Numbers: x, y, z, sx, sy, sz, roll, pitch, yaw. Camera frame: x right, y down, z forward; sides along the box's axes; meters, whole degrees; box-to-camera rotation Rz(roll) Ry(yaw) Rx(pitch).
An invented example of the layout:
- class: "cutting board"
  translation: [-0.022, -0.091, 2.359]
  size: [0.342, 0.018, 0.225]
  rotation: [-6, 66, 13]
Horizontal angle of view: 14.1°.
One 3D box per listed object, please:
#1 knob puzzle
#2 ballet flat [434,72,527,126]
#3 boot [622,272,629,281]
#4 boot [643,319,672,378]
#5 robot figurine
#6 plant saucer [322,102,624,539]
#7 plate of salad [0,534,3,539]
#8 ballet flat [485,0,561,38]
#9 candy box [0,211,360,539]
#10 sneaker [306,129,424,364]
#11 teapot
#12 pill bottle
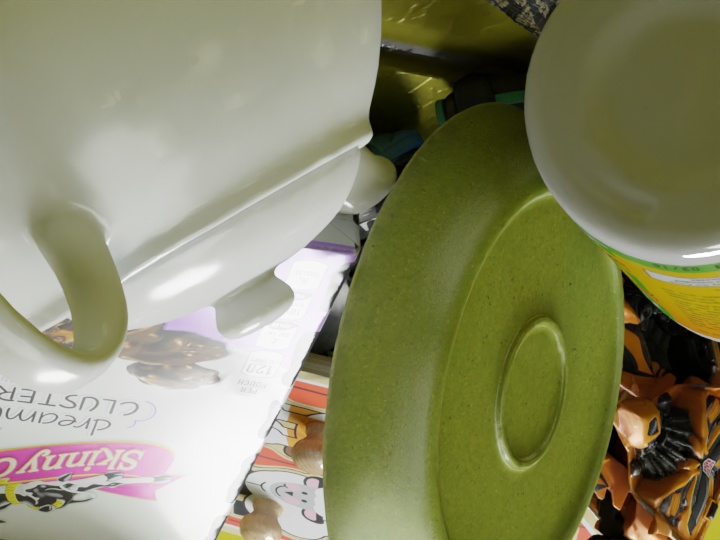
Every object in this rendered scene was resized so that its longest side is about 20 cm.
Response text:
- class: "knob puzzle"
  translation: [0.015, 0.101, 1.272]
  size: [0.220, 0.030, 0.220]
  rotation: [13, 150, 8]
- class: "ballet flat"
  translation: [0.083, -0.033, 1.226]
  size: [0.073, 0.073, 0.200]
  rotation: [-19, 158, 6]
- class: "boot"
  translation: [0.045, 0.021, 1.350]
  size: [0.200, 0.075, 0.074]
  rotation: [-29, 159, -14]
- class: "boot"
  translation: [0.084, 0.077, 1.333]
  size: [0.132, 0.070, 0.200]
  rotation: [-40, 166, 30]
- class: "robot figurine"
  translation: [0.091, 0.054, 1.178]
  size: [0.058, 0.145, 0.200]
  rotation: [13, 164, 45]
- class: "plant saucer"
  translation: [0.049, 0.041, 1.034]
  size: [0.031, 0.200, 0.200]
  rotation: [9, 173, 29]
- class: "plate of salad"
  translation: [-0.156, 0.107, 1.146]
  size: [0.200, 0.200, 0.048]
  rotation: [-5, 117, -29]
- class: "ballet flat"
  translation: [0.097, -0.143, 0.967]
  size: [0.075, 0.068, 0.200]
  rotation: [26, 141, -26]
- class: "candy box"
  translation: [-0.110, 0.017, 1.056]
  size: [0.168, 0.072, 0.200]
  rotation: [8, 139, -16]
- class: "sneaker"
  translation: [0.000, 0.000, 1.221]
  size: [0.071, 0.083, 0.200]
  rotation: [-14, 160, -8]
- class: "teapot"
  translation: [-0.069, -0.044, 0.877]
  size: [0.200, 0.146, 0.197]
  rotation: [-29, 180, -20]
- class: "pill bottle"
  translation: [0.134, -0.035, 1.017]
  size: [0.111, 0.111, 0.200]
  rotation: [-21, 161, 12]
